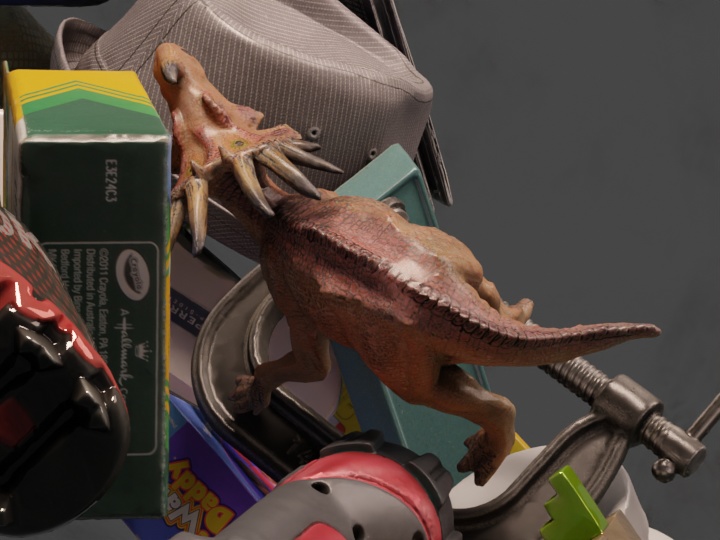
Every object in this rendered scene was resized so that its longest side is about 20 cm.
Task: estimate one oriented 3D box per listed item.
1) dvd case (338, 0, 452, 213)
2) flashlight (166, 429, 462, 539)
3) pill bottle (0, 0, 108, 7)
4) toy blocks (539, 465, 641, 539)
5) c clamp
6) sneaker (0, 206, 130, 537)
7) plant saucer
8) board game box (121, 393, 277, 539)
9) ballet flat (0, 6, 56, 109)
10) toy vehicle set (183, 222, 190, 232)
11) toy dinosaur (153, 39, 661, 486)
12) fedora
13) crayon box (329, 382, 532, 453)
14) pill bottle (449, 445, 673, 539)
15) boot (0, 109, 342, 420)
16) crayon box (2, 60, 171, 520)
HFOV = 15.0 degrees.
[{"bbox_3d":[-0.025,-0.133,1.276,0.149,0.016,0.200,30,-37,53],"label":"dvd case"},{"bbox_3d":[-0.018,0.104,0.904,0.200,0.068,0.068,-35,121,-73],"label":"flashlight"},{"bbox_3d":[-0.156,-0.171,1.203,0.200,0.112,0.112,-4,39,-37],"label":"pill bottle"},{"bbox_3d":[0.040,0.147,0.931,0.100,0.137,0.200,56,9,5],"label":"toy blocks"},{"bbox_3d":[0.041,0.038,1.056,0.200,0.171,0.027,31,-18,23],"label":"c clamp"},{"bbox_3d":[-0.147,-0.010,0.810,0.200,0.071,0.098,49,2,-11],"label":"sneaker"},{"bbox_3d":[0.027,0.049,1.162,0.019,0.070,0.200,12,-49,43],"label":"plant saucer"},{"bbox_3d":[-0.027,0.126,1.111,0.134,0.045,0.200,48,2,18],"label":"board game box"},{"bbox_3d":[-0.155,-0.074,1.339,0.062,0.067,0.200,16,-18,2],"label":"ballet flat"},{"bbox_3d":[-0.100,-0.044,1.370,0.027,0.124,0.200,53,-6,6],"label":"toy vehicle set"},{"bbox_3d":[0.000,0.000,0.983,0.200,0.086,0.136,19,-25,30],"label":"toy dinosaur"},{"bbox_3d":[-0.035,-0.073,1.175,0.200,0.090,0.177,23,21,-40],"label":"fedora"},{"bbox_3d":[0.002,0.092,1.275,0.200,0.127,0.051,48,1,-13],"label":"crayon box"},{"bbox_3d":[0.097,0.172,1.098,0.200,0.113,0.113,68,-9,-29],"label":"pill bottle"},{"bbox_3d":[-0.103,0.008,1.170,0.200,0.073,0.090,39,-13,-10],"label":"boot"},{"bbox_3d":[-0.098,-0.001,0.961,0.200,0.052,0.126,-129,-141,-75],"label":"crayon box"}]
